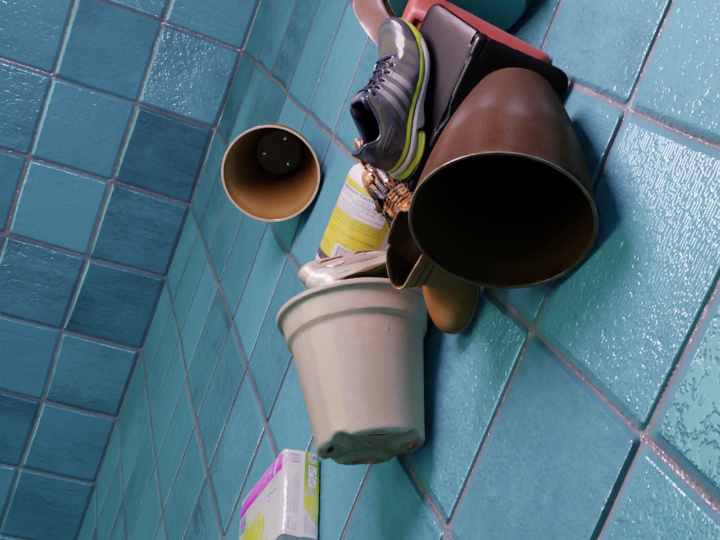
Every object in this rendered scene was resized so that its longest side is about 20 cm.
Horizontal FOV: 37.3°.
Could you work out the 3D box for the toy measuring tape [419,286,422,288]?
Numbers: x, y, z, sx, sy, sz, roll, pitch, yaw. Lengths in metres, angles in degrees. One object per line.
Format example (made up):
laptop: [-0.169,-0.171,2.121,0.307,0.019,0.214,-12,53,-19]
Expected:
toy measuring tape: [0.057,0.024,1.408,0.200,0.074,0.074,125,153,-42]

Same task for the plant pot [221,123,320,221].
plant pot: [-0.169,-0.214,2.098,0.200,0.186,0.186,-90,22,-71]

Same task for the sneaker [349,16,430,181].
sneaker: [0.031,-0.209,1.250,0.074,0.081,0.200,-24,62,53]

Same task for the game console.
game console: [0.125,-0.188,1.274,0.116,0.176,0.200,-81,14,-67]

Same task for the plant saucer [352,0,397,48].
plant saucer: [0.076,-0.312,1.450,0.034,0.200,0.200,-46,30,26]

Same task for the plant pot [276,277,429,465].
plant pot: [0.002,0.135,1.323,0.200,0.200,0.184,132,138,-51]

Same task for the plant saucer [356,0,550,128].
plant saucer: [0.103,-0.217,1.319,0.037,0.200,0.200,-23,-38,-60]

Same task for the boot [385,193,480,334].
boot: [0.076,-0.001,1.203,0.155,0.074,0.200,-37,-55,-60]

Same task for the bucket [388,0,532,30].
bucket: [0.129,-0.399,1.367,0.207,0.207,0.135,143,140,-59]

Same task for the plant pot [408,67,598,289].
plant pot: [0.155,-0.116,1.121,0.187,0.187,0.200,-53,18,45]

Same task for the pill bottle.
pill bottle: [0.022,-0.083,1.526,0.114,0.114,0.200,-119,49,-64]

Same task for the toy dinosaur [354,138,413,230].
toy dinosaur: [0.047,-0.113,1.380,0.102,0.136,0.200,-24,52,20]

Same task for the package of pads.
package of pads: [-0.128,0.386,1.624,0.200,0.068,0.155,124,155,-42]

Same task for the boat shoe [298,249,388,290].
boat shoe: [0.000,0.000,1.416,0.065,0.200,0.072,38,121,28]
